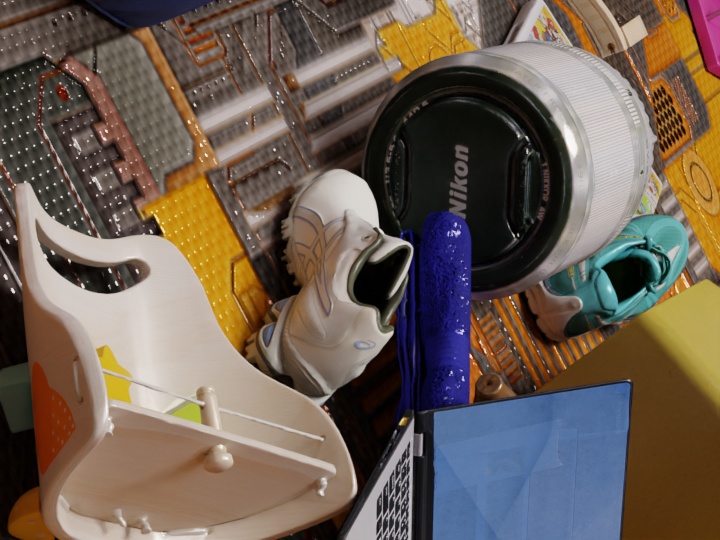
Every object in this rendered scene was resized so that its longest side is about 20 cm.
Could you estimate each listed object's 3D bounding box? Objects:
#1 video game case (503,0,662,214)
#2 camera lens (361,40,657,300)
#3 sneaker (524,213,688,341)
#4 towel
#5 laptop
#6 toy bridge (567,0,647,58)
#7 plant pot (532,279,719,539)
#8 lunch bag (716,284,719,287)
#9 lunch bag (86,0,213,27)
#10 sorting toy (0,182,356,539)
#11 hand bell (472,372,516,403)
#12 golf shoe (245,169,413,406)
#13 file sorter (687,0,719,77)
[{"bbox_3d":[0.172,-0.101,1.769,0.201,0.023,0.182,54,31,-16],"label":"video game case"},{"bbox_3d":[0.103,-0.072,1.484,0.161,0.159,0.200,65,26,2],"label":"camera lens"},{"bbox_3d":[0.204,0.005,1.656,0.200,0.079,0.078,-29,98,-52],"label":"sneaker"},{"bbox_3d":[0.043,0.081,1.345,0.148,0.049,0.201,90,3,-49],"label":"towel"},{"bbox_3d":[0.068,0.179,1.198,0.200,0.115,0.189,-55,150,-57],"label":"laptop"},{"bbox_3d":[0.140,-0.242,1.515,0.067,0.027,0.201,-36,106,-52],"label":"toy bridge"},{"bbox_3d":[0.220,0.122,1.516,0.177,0.200,0.200,56,28,8],"label":"plant pot"},{"bbox_3d":[0.300,0.131,1.694,0.201,0.139,0.168,54,47,-18],"label":"lunch bag"},{"bbox_3d":[-0.092,-0.230,1.253,0.136,0.199,0.133,30,46,-53],"label":"lunch bag"},{"bbox_3d":[-0.118,0.044,1.111,0.199,0.106,0.181,23,42,-51],"label":"sorting toy"},{"bbox_3d":[0.093,0.129,1.301,0.201,0.103,0.105,70,18,-46],"label":"hand bell"},{"bbox_3d":[0.000,0.000,1.332,0.078,0.097,0.201,45,32,-27],"label":"golf shoe"},{"bbox_3d":[0.404,-0.296,2.196,0.139,0.125,0.202,18,53,-52],"label":"file sorter"}]
